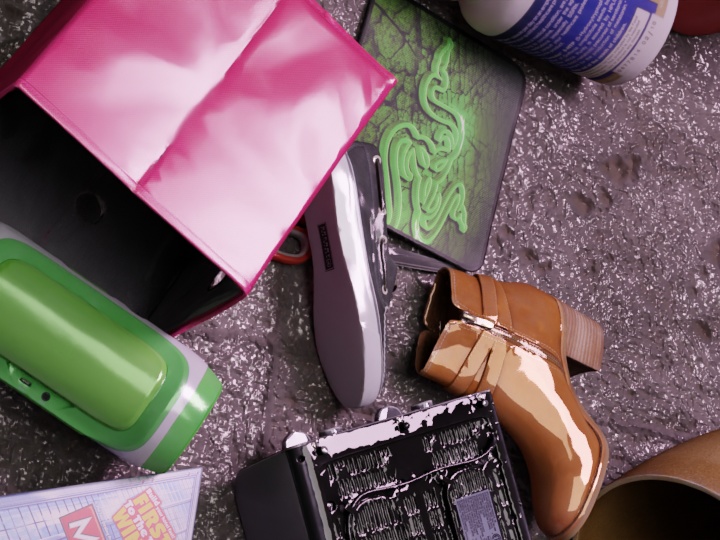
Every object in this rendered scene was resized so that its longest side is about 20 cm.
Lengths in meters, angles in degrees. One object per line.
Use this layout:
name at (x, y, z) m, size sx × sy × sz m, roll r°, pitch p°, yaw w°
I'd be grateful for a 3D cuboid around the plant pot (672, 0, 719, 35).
plant pot at (0.334, -0.298, 1.507) m, size 0.200 × 0.177 × 0.202 m, roll 7°, pitch 76°, yaw -30°

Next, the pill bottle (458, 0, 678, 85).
pill bottle at (0.148, -0.237, 1.414) m, size 0.199 × 0.120 × 0.120 m, roll 18°, pitch 70°, yaw -27°

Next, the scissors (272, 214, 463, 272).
scissors at (-0.009, -0.014, 1.331) m, size 0.199 × 0.014 × 0.073 m, roll 30°, pitch 63°, yaw -24°

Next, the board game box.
board game box at (-0.179, 0.216, 1.143) m, size 0.199 × 0.062 × 0.201 m, roll -21°, pitch 90°, yaw -32°

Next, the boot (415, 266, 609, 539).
boot at (0.111, 0.102, 1.343) m, size 0.154 × 0.074 × 0.201 m, roll 21°, pitch 56°, yaw -27°

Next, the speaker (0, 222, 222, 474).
speaker at (-0.192, 0.049, 1.142) m, size 0.200 × 0.088 × 0.089 m, roll 35°, pitch 62°, yaw -6°

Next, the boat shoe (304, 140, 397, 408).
boat shoe at (0.000, 0.000, 1.288) m, size 0.056 × 0.069 × 0.201 m, roll -8°, pitch 91°, yaw -32°

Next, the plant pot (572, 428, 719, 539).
plant pot at (0.297, 0.204, 1.384) m, size 0.200 × 0.186 × 0.187 m, roll -32°, pitch 96°, yaw -48°

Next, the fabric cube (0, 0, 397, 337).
fabric cube at (-0.135, -0.097, 1.164) m, size 0.200 × 0.196 × 0.200 m, roll 43°, pitch 59°, yaw -15°

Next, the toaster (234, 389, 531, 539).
toaster at (0.027, 0.198, 1.238) m, size 0.180 × 0.119 × 0.201 m, roll -13°, pitch 85°, yaw -32°

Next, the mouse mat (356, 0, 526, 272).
mouse mat at (0.054, -0.115, 1.389) m, size 0.160 × 0.008 × 0.201 m, roll 27°, pitch 64°, yaw -24°
